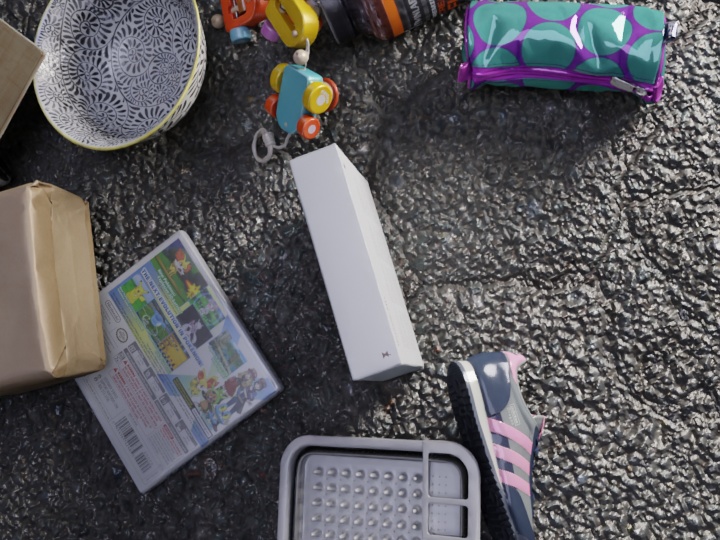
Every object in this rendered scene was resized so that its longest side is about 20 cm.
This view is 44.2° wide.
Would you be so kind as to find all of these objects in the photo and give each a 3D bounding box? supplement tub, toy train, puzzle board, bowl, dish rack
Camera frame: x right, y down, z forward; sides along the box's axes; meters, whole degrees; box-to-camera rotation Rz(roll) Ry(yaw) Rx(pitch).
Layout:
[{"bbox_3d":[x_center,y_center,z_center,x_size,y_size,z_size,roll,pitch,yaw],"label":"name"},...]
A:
[{"bbox_3d":[0.052,-0.301,0.882,0.197,0.107,0.108,-25,79,6],"label":"supplement tub"},{"bbox_3d":[-0.082,-0.221,0.916,0.149,0.055,0.204,-17,86,49],"label":"toy train"},{"bbox_3d":[-0.428,-0.180,0.920,0.150,0.017,0.202,36,100,9],"label":"puzzle board"},{"bbox_3d":[-0.231,-0.215,0.918,0.197,0.094,0.205,-2,83,19],"label":"bowl"},{"bbox_3d":[0.019,0.245,0.838,0.196,0.043,0.175,0,83,18],"label":"dish rack"}]

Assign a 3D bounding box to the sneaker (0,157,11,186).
[{"bbox_3d":[-0.472,-0.150,0.968,0.080,0.074,0.201,-41,78,4],"label":"sneaker"}]

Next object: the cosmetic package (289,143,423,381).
[{"bbox_3d":[0.000,0.000,0.828,0.051,0.151,0.203,-18,79,6],"label":"cosmetic package"}]

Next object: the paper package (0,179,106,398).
[{"bbox_3d":[-0.372,0.031,0.897,0.197,0.103,0.194,-13,80,17],"label":"paper package"}]

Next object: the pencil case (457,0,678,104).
[{"bbox_3d":[0.196,-0.211,0.855,0.196,0.086,0.094,6,57,11],"label":"pencil case"}]

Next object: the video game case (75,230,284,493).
[{"bbox_3d":[-0.203,0.092,0.917,0.181,0.022,0.201,-36,78,4],"label":"video game case"}]

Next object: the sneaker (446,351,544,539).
[{"bbox_3d":[0.145,0.174,0.826,0.081,0.070,0.204,-14,90,-17],"label":"sneaker"}]
